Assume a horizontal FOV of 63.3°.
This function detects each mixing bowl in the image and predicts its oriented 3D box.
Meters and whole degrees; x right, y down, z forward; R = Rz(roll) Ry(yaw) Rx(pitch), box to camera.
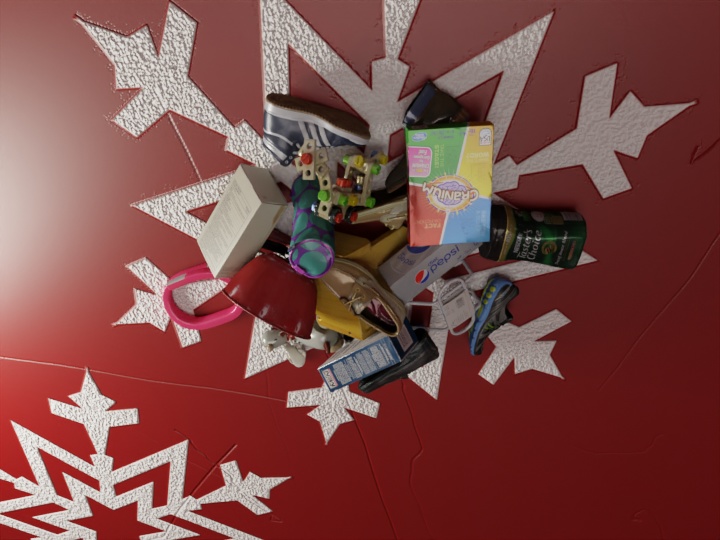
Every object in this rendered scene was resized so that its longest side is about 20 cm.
[{"bbox_3d":[-0.157,0.037,1.131,0.196,0.200,0.111,29,91,-16],"label":"mixing bowl"}]

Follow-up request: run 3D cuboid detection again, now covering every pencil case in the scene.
[{"bbox_3d":[-0.092,-0.087,1.070,0.090,0.204,0.085,-27,131,22],"label":"pencil case"}]

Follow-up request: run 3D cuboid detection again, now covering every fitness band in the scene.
[{"bbox_3d":[-0.345,0.060,1.286,0.194,0.038,0.146,-17,124,15],"label":"fitness band"}]

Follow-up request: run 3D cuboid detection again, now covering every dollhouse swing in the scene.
[{"bbox_3d":[0.000,0.000,1.208,0.177,0.176,0.205,15,133,35],"label":"dollhouse swing"}]

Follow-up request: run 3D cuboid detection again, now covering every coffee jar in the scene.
[{"bbox_3d":[0.328,-0.066,1.131,0.192,0.087,0.107,6,125,0],"label":"coffee jar"}]

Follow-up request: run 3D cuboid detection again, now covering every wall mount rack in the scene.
[{"bbox_3d":[0.161,0.071,1.200,0.171,0.075,0.202,-32,142,-2],"label":"wall mount rack"}]

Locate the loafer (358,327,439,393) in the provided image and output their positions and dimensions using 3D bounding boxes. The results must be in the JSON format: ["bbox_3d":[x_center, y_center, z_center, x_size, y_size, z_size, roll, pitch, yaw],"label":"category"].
[{"bbox_3d":[0.081,0.210,1.247,0.198,0.074,0.072,-37,113,20],"label":"loafer"}]

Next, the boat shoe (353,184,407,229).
[{"bbox_3d":[0.067,-0.115,1.111,0.193,0.075,0.068,-13,120,11],"label":"boat shoe"}]

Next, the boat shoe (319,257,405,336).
[{"bbox_3d":[0.005,0.050,1.079,0.197,0.067,0.074,32,122,-15],"label":"boat shoe"}]

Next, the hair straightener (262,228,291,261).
[{"bbox_3d":[-0.147,-0.031,1.211,0.195,0.041,0.078,23,113,-19],"label":"hair straightener"}]

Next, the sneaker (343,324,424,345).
[{"bbox_3d":[0.043,0.145,1.293,0.192,0.082,0.118,-13,125,14],"label":"sneaker"}]

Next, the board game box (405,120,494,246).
[{"bbox_3d":[0.154,-0.149,1.020,0.147,0.041,0.207,-4,113,-1],"label":"board game box"}]

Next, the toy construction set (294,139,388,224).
[{"bbox_3d":[-0.031,-0.154,1.003,0.091,0.197,0.135,28,106,34],"label":"toy construction set"}]

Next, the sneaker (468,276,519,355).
[{"bbox_3d":[0.285,0.109,1.261,0.080,0.072,0.205,15,122,-3],"label":"sneaker"}]

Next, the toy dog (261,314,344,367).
[{"bbox_3d":[-0.125,0.162,1.304,0.196,0.098,0.133,-30,118,21],"label":"toy dog"}]

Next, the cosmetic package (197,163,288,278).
[{"bbox_3d":[-0.230,-0.091,1.125,0.070,0.107,0.201,0,139,-49],"label":"cosmetic package"}]

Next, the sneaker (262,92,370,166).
[{"bbox_3d":[-0.084,-0.235,1.049,0.193,0.071,0.111,17,124,-6],"label":"sneaker"}]

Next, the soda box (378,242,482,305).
[{"bbox_3d":[0.134,-0.029,1.124,0.198,0.064,0.068,-38,133,4],"label":"soda box"}]

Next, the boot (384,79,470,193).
[{"bbox_3d":[0.093,-0.238,1.044,0.097,0.075,0.200,42,107,-13],"label":"boot"}]

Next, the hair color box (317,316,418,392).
[{"bbox_3d":[0.015,0.175,1.206,0.197,0.100,0.062,-29,92,33],"label":"hair color box"}]
